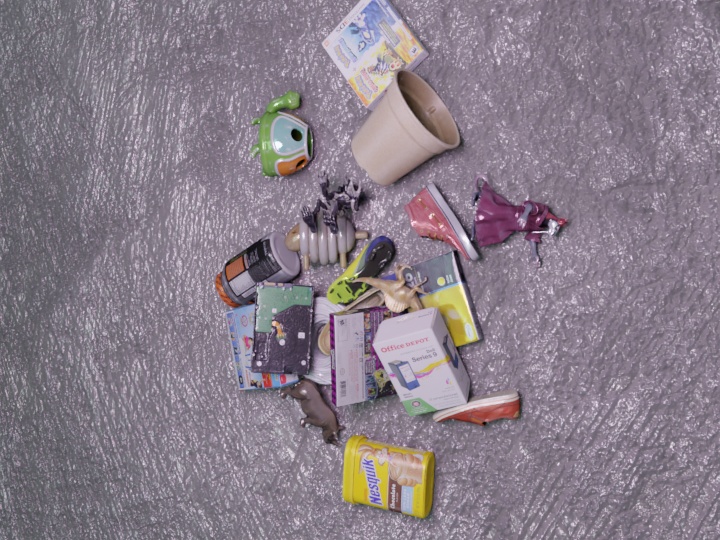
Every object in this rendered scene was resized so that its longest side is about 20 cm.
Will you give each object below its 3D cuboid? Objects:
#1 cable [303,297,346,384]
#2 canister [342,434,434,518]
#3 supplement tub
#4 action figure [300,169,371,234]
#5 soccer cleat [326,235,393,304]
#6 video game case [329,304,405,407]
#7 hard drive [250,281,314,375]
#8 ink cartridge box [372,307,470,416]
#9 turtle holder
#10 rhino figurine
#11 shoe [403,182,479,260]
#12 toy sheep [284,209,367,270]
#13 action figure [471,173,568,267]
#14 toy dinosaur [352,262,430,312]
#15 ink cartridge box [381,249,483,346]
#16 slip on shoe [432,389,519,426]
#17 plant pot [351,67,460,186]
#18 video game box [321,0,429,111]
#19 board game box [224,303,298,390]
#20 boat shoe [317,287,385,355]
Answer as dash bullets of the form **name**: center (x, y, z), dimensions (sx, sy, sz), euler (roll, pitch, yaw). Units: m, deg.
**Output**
- **cable**: center (-0.082, 0.166, 1.525), dimensions (0.195, 0.069, 0.207), euler (9, 95, 25)
- **canister**: center (0.065, 0.467, 1.458), dimensions (0.194, 0.086, 0.154), euler (5, 94, 23)
- **supplement tub**: center (-0.254, 0.003, 1.569), dimensions (0.197, 0.122, 0.125), euler (-29, 80, 23)
- **action figure**: center (-0.049, -0.165, 1.419), dimensions (0.116, 0.201, 0.104), euler (9, 127, 19)
- **soccer cleat**: center (0.001, 0.000, 1.474), dimensions (0.065, 0.084, 0.200), euler (42, 104, -17)
- **video game case**: center (0.018, 0.184, 1.415), dimensions (0.036, 0.176, 0.207), euler (18, 112, 62)
- **hard drive**: center (-0.179, 0.133, 1.470), dimensions (0.135, 0.038, 0.207), euler (3, 85, -11)
- **ink cartridge box**: center (0.132, 0.196, 1.370), dimensions (0.142, 0.088, 0.204), euler (-17, 112, 24)
- **turtle holder**: center (-0.179, -0.315, 1.530), dimensions (0.127, 0.143, 0.189), euler (-2, 51, 10)
- **rhino figurine**: center (-0.103, 0.344, 1.529), dimensions (0.086, 0.060, 0.202), euler (-27, 103, 29)
- **shoe**: center (0.173, -0.086, 1.385), dimensions (0.090, 0.071, 0.203), euler (-36, 68, 14)
- **toy sheep**: center (-0.079, -0.073, 1.485), dimensions (0.193, 0.138, 0.143), euler (-4, 91, -5)
- **action figure**: center (0.327, -0.105, 1.324), dimensions (0.194, 0.136, 0.152), euler (2, 50, 12)
- **toy dinosaur**: center (0.079, 0.035, 1.393), dimensions (0.197, 0.058, 0.103), euler (30, 89, 11)
- **ink cartridge box**: center (0.150, 0.082, 1.425), dimensions (0.196, 0.047, 0.203), euler (-20, 84, 23)
- **slip on shoe**: center (0.248, 0.305, 1.375), dimensions (0.195, 0.074, 0.063), euler (-15, 89, 20)
- **plant pot**: center (0.082, -0.289, 1.375), dimensions (0.182, 0.199, 0.204), euler (-38, 77, 32)
- **video game box**: center (0.030, -0.505, 1.459), dimensions (0.182, 0.046, 0.202), euler (-41, 75, 23)
- **board game box**: center (-0.245, 0.183, 1.571), dimensions (0.193, 0.055, 0.206), euler (-14, 86, 47)
- **boat shoe**: center (-0.015, 0.109, 1.437), dimensions (0.199, 0.063, 0.074), euler (-38, 84, -18)
